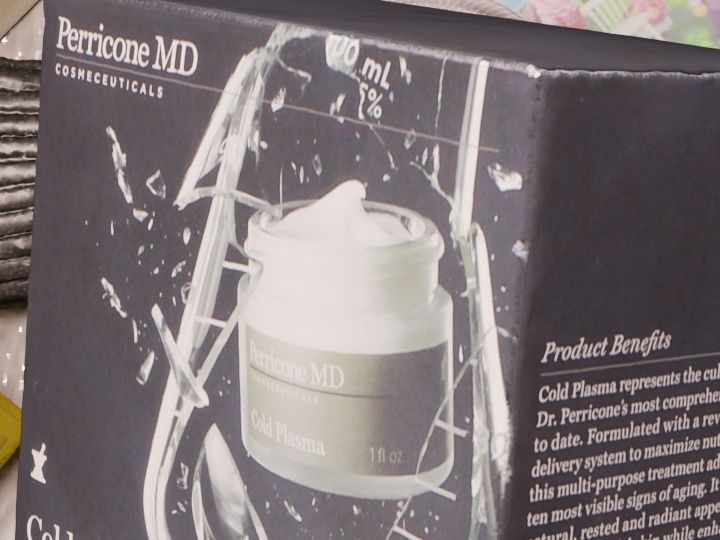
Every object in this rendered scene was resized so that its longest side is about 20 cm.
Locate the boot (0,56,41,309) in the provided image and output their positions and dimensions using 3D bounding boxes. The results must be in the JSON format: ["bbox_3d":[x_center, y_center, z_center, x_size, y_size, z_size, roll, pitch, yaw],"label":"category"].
[{"bbox_3d":[-0.085,-0.082,0.867,0.158,0.079,0.211,5,73,19],"label":"boot"}]

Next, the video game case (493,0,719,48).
[{"bbox_3d":[0.115,-0.142,0.789,0.200,0.022,0.182,-16,68,12],"label":"video game case"}]

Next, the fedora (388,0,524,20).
[{"bbox_3d":[0.000,0.000,0.737,0.177,0.090,0.200,-11,87,24],"label":"fedora"}]

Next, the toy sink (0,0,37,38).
[{"bbox_3d":[-0.205,-0.210,0.935,0.130,0.112,0.200,-45,64,-2],"label":"toy sink"}]

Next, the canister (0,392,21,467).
[{"bbox_3d":[-0.229,0.100,0.810,0.087,0.149,0.200,35,82,26],"label":"canister"}]

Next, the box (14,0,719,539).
[{"bbox_3d":[0.011,0.030,0.585,0.200,0.124,0.197,15,103,47],"label":"box"}]
